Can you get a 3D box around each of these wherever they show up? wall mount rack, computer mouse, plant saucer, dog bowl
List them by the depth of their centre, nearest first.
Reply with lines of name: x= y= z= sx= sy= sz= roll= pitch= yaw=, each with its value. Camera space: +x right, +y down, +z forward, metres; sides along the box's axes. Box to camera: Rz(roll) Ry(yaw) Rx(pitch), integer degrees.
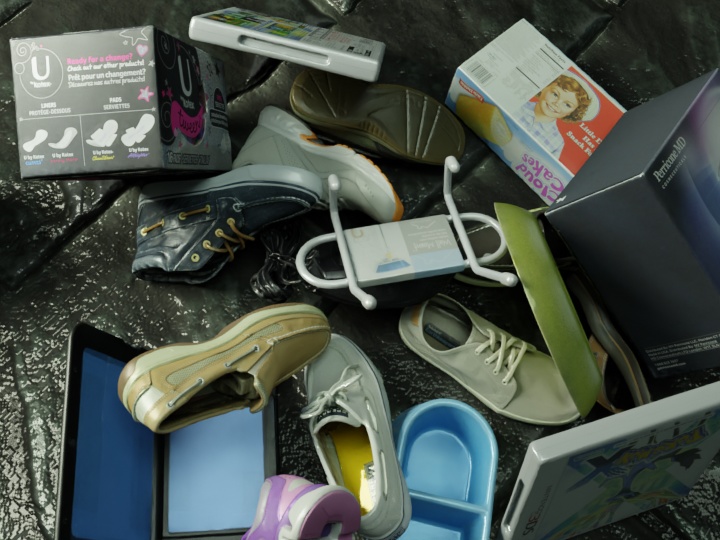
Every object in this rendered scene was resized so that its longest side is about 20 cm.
wall mount rack: x=0.045 y=-0.020 z=0.730 sx=0.196 sy=0.075 sz=0.176 roll=-9 pitch=47 yaw=-8
plant saucer: x=0.170 y=0.028 z=0.753 sx=0.031 sy=0.200 sz=0.203 roll=-24 pitch=67 yaw=13
dog bowl: x=0.067 y=0.208 z=0.756 sx=0.109 sy=0.050 sz=0.204 roll=13 pitch=65 yaw=-2
computer mouse: x=0.000 y=0.000 z=0.815 sx=0.195 sy=0.054 sz=0.139 roll=0 pitch=31 yaw=2

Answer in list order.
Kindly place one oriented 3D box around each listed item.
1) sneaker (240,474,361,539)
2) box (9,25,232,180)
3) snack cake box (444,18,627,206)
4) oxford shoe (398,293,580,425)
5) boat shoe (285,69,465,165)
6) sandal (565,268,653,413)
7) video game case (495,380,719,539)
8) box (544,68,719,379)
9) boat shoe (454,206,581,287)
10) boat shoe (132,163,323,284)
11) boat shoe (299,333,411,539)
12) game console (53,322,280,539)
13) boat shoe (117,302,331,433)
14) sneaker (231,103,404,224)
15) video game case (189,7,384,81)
sneaker: x=-0.064 y=0.252 z=0.683 sx=0.080 sy=0.088 sz=0.204 roll=6 pitch=101 yaw=-45
box: x=-0.203 y=-0.143 z=0.770 sx=0.129 sy=0.200 sz=0.117 roll=-3 pitch=96 yaw=8
snack cake box: x=0.204 y=-0.166 z=0.939 sx=0.114 sy=0.067 sz=0.200 roll=-37 pitch=75 yaw=-23
oxford shoe: x=0.127 y=0.085 z=0.818 sx=0.198 sy=0.058 sz=0.076 roll=29 pitch=63 yaw=5
boat shoe: x=0.014 y=-0.158 z=0.909 sx=0.197 sy=0.066 sz=0.073 roll=14 pitch=79 yaw=-19
sandal: x=0.235 y=0.089 z=0.823 sx=0.054 sy=0.082 sz=0.203 roll=-28 pitch=59 yaw=12
video game case: x=0.217 y=0.171 z=0.721 sx=0.196 sy=0.184 sz=0.022 roll=-15 pitch=51 yaw=-14
box: x=0.308 y=-0.044 z=0.809 sx=0.200 sy=0.123 sz=0.200 roll=52 pitch=54 yaw=-10
boat shoe: x=0.181 y=-0.031 z=0.876 sx=0.197 sy=0.061 sz=0.073 roll=-7 pitch=67 yaw=-11
boat shoe: x=-0.126 y=-0.038 z=0.809 sx=0.196 sy=0.071 sz=0.093 roll=-6 pitch=69 yaw=23
boat shoe: x=-0.018 y=0.129 z=0.737 sx=0.074 sy=0.086 sz=0.205 roll=-25 pitch=53 yaw=12
game console: x=-0.151 y=0.153 z=0.714 sx=0.172 sy=0.117 sz=0.204 roll=-1 pitch=66 yaw=-8
boat shoe: x=-0.096 y=0.089 z=0.713 sx=0.198 sy=0.073 sz=0.076 roll=-21 pitch=41 yaw=-33
sneaker: x=-0.046 y=-0.083 z=0.861 sx=0.198 sy=0.076 sz=0.093 roll=32 pitch=80 yaw=28
video game case: x=-0.065 y=-0.235 z=0.879 sx=0.178 sy=0.022 sz=0.201 roll=13 pitch=20 yaw=-1
